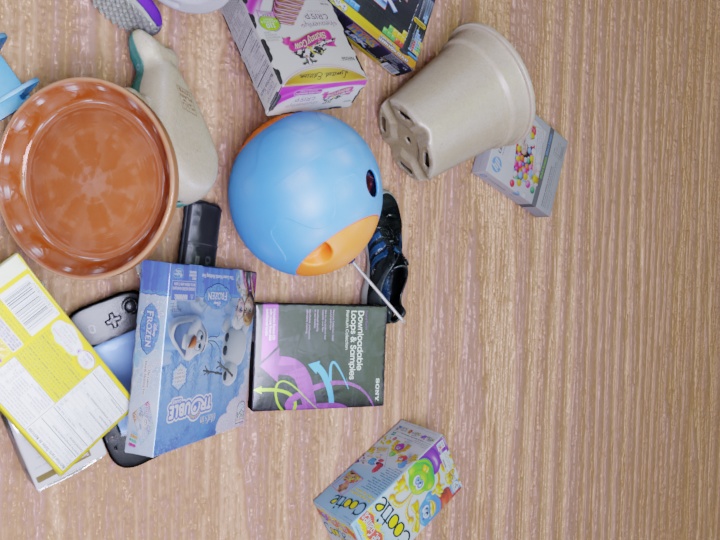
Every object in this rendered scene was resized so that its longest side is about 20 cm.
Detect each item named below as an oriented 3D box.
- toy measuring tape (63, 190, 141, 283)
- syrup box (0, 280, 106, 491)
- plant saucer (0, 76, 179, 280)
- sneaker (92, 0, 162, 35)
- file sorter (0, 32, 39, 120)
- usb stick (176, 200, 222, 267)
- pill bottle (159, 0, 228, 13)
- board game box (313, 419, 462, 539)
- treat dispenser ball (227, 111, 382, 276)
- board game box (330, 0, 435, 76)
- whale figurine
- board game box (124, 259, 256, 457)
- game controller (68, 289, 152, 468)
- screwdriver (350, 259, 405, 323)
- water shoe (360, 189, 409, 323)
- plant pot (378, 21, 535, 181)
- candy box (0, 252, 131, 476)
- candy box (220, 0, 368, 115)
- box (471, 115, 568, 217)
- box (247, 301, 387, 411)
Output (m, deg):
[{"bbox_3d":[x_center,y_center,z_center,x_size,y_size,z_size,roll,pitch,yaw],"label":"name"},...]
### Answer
[{"bbox_3d":[-0.287,-0.033,0.732,0.072,0.073,0.205,-23,95,-34],"label":"toy measuring tape"},{"bbox_3d":[-0.349,0.118,0.694,0.080,0.078,0.205,-25,106,-34],"label":"syrup box"},{"bbox_3d":[-0.281,-0.093,0.676,0.194,0.032,0.207,0,94,7],"label":"plant saucer"},{"bbox_3d":[-0.287,-0.365,0.728,0.200,0.069,0.101,44,64,-30],"label":"sneaker"},{"bbox_3d":[-0.419,-0.220,0.600,0.139,0.121,0.203,-43,116,-26],"label":"file sorter"},{"bbox_3d":[-0.211,0.011,0.824,0.055,0.032,0.207,10,86,-51],"label":"usb stick"},{"bbox_3d":[-0.192,-0.416,0.754,0.109,0.110,0.206,16,64,-36],"label":"pill bottle"},{"bbox_3d":[0.045,0.340,0.989,0.198,0.104,0.105,-34,112,-30],"label":"board game box"},{"bbox_3d":[-0.069,-0.095,0.824,0.197,0.199,0.208,-2,93,-36],"label":"treat dispenser ball"},{"bbox_3d":[0.021,-0.420,0.970,0.197,0.056,0.170,26,78,-35],"label":"board game box"},{"bbox_3d":[-0.242,-0.171,0.762,0.158,0.101,0.206,12,62,-69],"label":"whale figurine"},{"bbox_3d":[-0.192,0.096,0.772,0.199,0.042,0.206,7,88,-72],"label":"board game box"},{"bbox_3d":[-0.275,0.130,0.774,0.103,0.042,0.205,-25,106,-34],"label":"game controller"},{"bbox_3d":[0.000,0.000,0.940,0.028,0.029,0.201,-40,87,-4],"label":"screwdriver"},{"bbox_3d":[0.048,-0.021,0.992,0.070,0.078,0.207,1,91,-37],"label":"water shoe"},{"bbox_3d":[0.134,-0.241,0.995,0.182,0.199,0.204,-34,112,-19],"label":"plant pot"},{"bbox_3d":[-0.322,0.095,0.648,0.102,0.026,0.203,-42,115,-28],"label":"candy box"},{"bbox_3d":[-0.092,-0.305,0.834,0.134,0.061,0.204,-16,75,-35],"label":"candy box"},{"bbox_3d":[0.298,-0.211,1.200,0.197,0.041,0.160,25,77,-34],"label":"box"},{"bbox_3d":[-0.057,0.119,0.913,0.194,0.036,0.148,1,91,-22],"label":"box"}]
